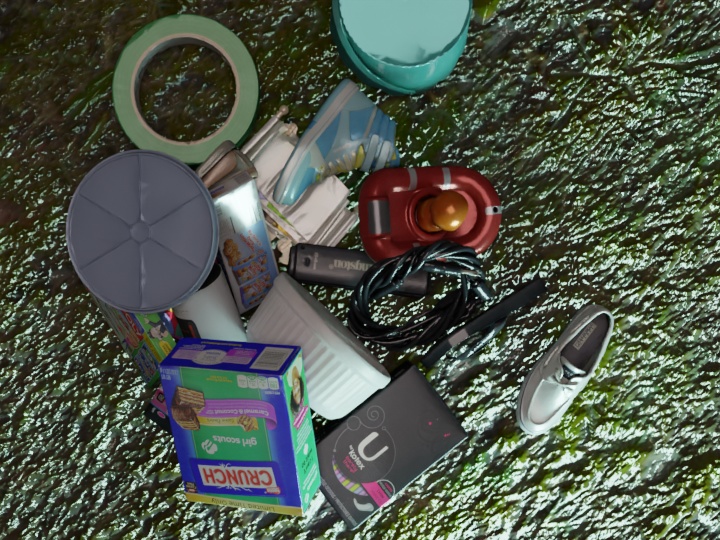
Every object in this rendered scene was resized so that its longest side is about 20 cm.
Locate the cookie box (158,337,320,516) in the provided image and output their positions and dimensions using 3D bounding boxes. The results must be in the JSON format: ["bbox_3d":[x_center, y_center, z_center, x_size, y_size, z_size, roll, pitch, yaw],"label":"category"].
[{"bbox_3d":[-0.146,0.192,1.533,0.169,0.075,0.203,3,117,21],"label":"cookie box"}]

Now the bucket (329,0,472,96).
[{"bbox_3d":[0.054,-0.344,1.650,0.204,0.135,0.211,0,87,-2],"label":"bucket"}]

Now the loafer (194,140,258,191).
[{"bbox_3d":[-0.213,-0.074,1.588,0.063,0.072,0.200,41,90,3],"label":"loafer"}]

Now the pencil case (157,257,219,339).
[{"bbox_3d":[-0.234,-0.009,1.660,0.087,0.088,0.203,15,88,-2],"label":"pencil case"}]

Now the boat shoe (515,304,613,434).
[{"bbox_3d":[0.276,0.133,1.682,0.073,0.065,0.202,29,88,-1],"label":"boat shoe"}]

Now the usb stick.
[{"bbox_3d":[0.000,0.000,1.684,0.197,0.033,0.056,7,89,-7],"label":"usb stick"}]

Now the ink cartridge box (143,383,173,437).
[{"bbox_3d":[-0.193,0.222,1.650,0.199,0.095,0.037,36,54,-2],"label":"ink cartridge box"}]

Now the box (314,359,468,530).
[{"bbox_3d":[0.027,0.229,1.651,0.199,0.106,0.123,-39,91,-3],"label":"box"}]

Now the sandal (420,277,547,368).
[{"bbox_3d":[0.170,0.079,1.674,0.199,0.076,0.043,-32,88,-3],"label":"sandal"}]

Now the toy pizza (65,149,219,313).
[{"bbox_3d":[-0.269,-0.048,1.540,0.197,0.032,0.203,1,93,9],"label":"toy pizza"}]

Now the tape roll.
[{"bbox_3d":[-0.235,-0.242,1.682,0.197,0.048,0.204,0,88,-2],"label":"tape roll"}]

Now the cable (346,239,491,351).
[{"bbox_3d":[0.071,0.036,1.643,0.198,0.164,0.051,-21,50,10],"label":"cable"}]

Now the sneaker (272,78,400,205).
[{"bbox_3d":[-0.022,-0.146,1.658,0.130,0.080,0.201,34,75,-2],"label":"sneaker"}]

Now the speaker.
[{"bbox_3d":[-0.185,0.091,1.618,0.080,0.081,0.202,-19,118,-2],"label":"speaker"}]

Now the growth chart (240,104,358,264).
[{"bbox_3d":[-0.095,-0.105,1.699,0.144,0.018,0.201,-40,90,-2],"label":"growth chart"}]

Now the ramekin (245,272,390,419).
[{"bbox_3d":[-0.061,0.104,1.605,0.202,0.202,0.094,44,91,-1],"label":"ramekin"}]

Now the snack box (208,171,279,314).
[{"bbox_3d":[-0.153,-0.033,1.618,0.071,0.202,0.024,-30,46,-18],"label":"snack box"}]

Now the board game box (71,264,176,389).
[{"bbox_3d":[-0.307,0.050,1.623,0.029,0.135,0.201,-31,84,-25],"label":"board game box"}]

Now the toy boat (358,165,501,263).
[{"bbox_3d":[0.101,-0.075,1.633,0.197,0.130,0.133,-5,90,-25],"label":"toy boat"}]
